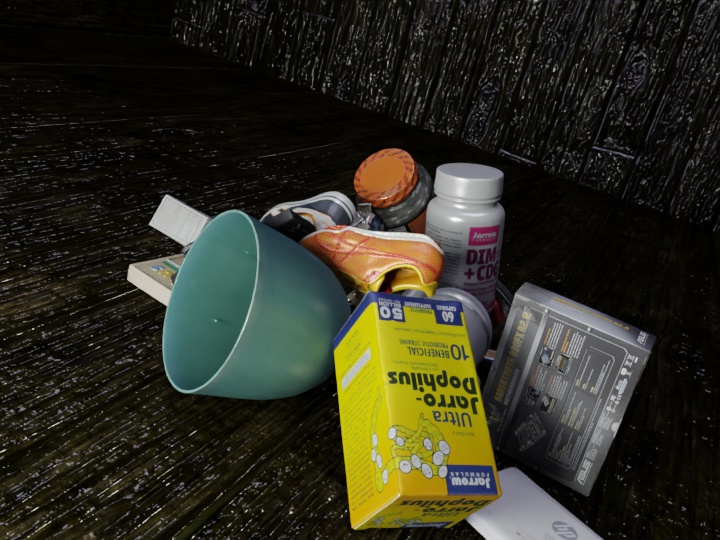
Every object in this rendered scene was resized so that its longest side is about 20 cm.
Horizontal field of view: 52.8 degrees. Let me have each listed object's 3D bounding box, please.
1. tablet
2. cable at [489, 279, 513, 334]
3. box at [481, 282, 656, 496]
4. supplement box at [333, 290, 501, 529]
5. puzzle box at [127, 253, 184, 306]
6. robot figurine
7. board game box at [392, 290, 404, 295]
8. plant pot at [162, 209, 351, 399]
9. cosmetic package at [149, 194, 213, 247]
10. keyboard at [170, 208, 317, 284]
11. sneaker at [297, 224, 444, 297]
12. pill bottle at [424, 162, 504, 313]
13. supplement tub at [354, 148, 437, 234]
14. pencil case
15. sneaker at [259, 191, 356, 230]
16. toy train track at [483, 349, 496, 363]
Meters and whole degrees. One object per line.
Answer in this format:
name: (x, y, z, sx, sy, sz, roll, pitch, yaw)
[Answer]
tablet: (0.194, 0.275, 0.735, 0.129, 0.014, 0.199, -3, 29, -42)
cable: (0.187, 0.016, 1.129, 0.096, 0.202, 0.050, 9, 43, 41)
box: (0.228, 0.137, 0.841, 0.157, 0.203, 0.048, 23, 25, 23)
supplement box: (0.048, 0.138, 0.714, 0.107, 0.110, 0.203, 7, 56, -22)
puzzle box: (-0.217, 0.031, 1.031, 0.198, 0.026, 0.132, 27, 24, 26)
robot figurine: (0.099, 0.098, 0.933, 0.112, 0.171, 0.200, -17, 17, 41)
board game box: (0.055, 0.060, 1.087, 0.196, 0.035, 0.135, 2, 21, -2)
plant pot: (-0.108, 0.055, 0.829, 0.160, 0.203, 0.200, 22, 13, -37)
cosmetic package: (-0.196, -0.036, 1.006, 0.082, 0.051, 0.200, 30, -4, 26)
keyboard: (-0.157, -0.023, 0.907, 0.127, 0.198, 0.021, 32, 37, -52)
sneaker: (0.001, -0.007, 0.872, 0.197, 0.078, 0.073, 2, -30, 25)
pill bottle: (0.146, -0.043, 1.037, 0.111, 0.203, 0.114, 2, 21, -1)
supplement tub: (0.069, -0.085, 1.122, 0.122, 0.123, 0.201, 33, -16, 39)
pencil case: (0.000, 0.000, 0.981, 0.076, 0.091, 0.202, -5, 39, 2)
sneaker: (-0.095, -0.049, 1.010, 0.079, 0.199, 0.080, 49, 52, -19)
toy train track: (0.179, 0.132, 1.042, 0.197, 0.033, 0.115, 13, 27, 11)
